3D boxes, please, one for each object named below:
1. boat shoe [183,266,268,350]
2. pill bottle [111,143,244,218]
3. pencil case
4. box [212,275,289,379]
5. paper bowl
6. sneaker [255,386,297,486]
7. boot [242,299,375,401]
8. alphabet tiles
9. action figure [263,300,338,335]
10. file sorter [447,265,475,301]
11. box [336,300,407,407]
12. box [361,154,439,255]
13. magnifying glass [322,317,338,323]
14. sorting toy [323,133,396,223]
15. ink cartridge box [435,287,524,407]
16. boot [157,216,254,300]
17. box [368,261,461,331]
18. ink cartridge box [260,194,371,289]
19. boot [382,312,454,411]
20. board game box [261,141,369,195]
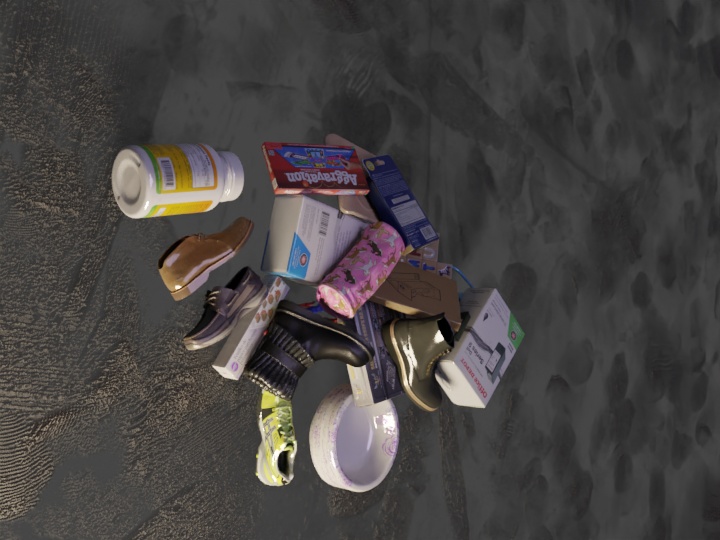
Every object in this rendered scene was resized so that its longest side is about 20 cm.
[{"bbox_3d":[-0.242,0.062,1.529,0.200,0.074,0.074,-46,113,-46],"label":"boat shoe"},{"bbox_3d":[-0.289,-0.148,1.433,0.198,0.110,0.114,-10,99,-46],"label":"pill bottle"},{"bbox_3d":[0.000,0.000,1.642,0.201,0.086,0.084,-51,124,-33],"label":"pencil case"},{"bbox_3d":[-0.195,0.100,1.593,0.039,0.041,0.202,48,58,-36],"label":"box"},{"bbox_3d":[-0.022,0.322,1.737,0.199,0.103,0.205,1,89,-46],"label":"paper bowl"},{"bbox_3d":[-0.144,0.293,1.628,0.075,0.076,0.205,-2,92,-44],"label":"sneaker"},{"bbox_3d":[-0.091,0.166,1.584,0.208,0.080,0.160,25,67,-4],"label":"boot"},{"bbox_3d":[0.108,0.006,1.838,0.164,0.008,0.204,9,67,-4],"label":"alphabet tiles"},{"bbox_3d":[-0.105,0.092,1.670,0.197,0.051,0.067,-13,99,-33],"label":"action figure"},{"bbox_3d":[0.150,0.104,1.894,0.123,0.137,0.202,43,61,-34],"label":"file sorter"},{"bbox_3d":[0.035,0.148,1.716,0.157,0.048,0.204,-10,86,-49],"label":"box"},{"bbox_3d":[0.071,-0.132,1.747,0.121,0.032,0.202,-21,81,-58],"label":"box"},{"bbox_3d":[0.002,0.137,1.790,0.198,0.079,0.023,25,77,-33],"label":"magnifying glass"},{"bbox_3d":[0.013,-0.165,1.765,0.198,0.036,0.188,16,50,-45],"label":"sorting toy"},{"bbox_3d":[0.237,0.159,1.823,0.147,0.083,0.201,52,57,-29],"label":"ink cartridge box"},{"bbox_3d":[-0.259,-0.041,1.504,0.200,0.073,0.076,-46,112,-33],"label":"boot"},{"bbox_3d":[0.102,0.038,1.746,0.197,0.164,0.022,20,119,-9],"label":"box"},{"bbox_3d":[-0.079,-0.044,1.679,0.198,0.083,0.149,21,77,-46],"label":"ink cartridge box"},{"bbox_3d":[0.139,0.176,1.683,0.202,0.137,0.078,60,42,-20],"label":"boot"},{"bbox_3d":[-0.082,-0.189,1.652,0.197,0.019,0.105,-3,63,-34],"label":"board game box"}]
